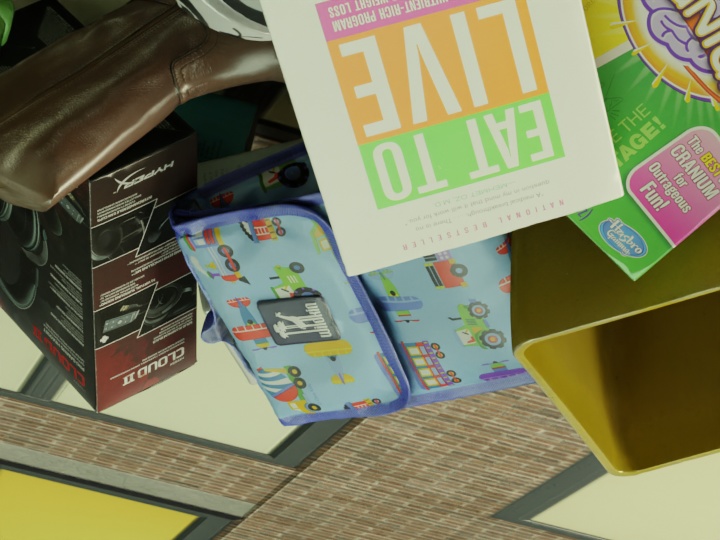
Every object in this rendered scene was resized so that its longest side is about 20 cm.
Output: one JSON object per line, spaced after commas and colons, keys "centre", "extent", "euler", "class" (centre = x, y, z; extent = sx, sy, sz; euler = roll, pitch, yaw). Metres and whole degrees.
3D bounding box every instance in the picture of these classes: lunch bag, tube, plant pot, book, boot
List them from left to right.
{"centre": [-0.162, -0.101, 1.532], "extent": [0.199, 0.051, 0.078], "euler": [16, 149, -1], "class": "tube"}
{"centre": [-0.092, -0.078, 1.249], "extent": [0.186, 0.200, 0.064], "euler": [29, 143, 44], "class": "boot"}
{"centre": [0.000, 0.000, 1.400], "extent": [0.199, 0.094, 0.151], "euler": [-17, 124, 21], "class": "lunch bag"}
{"centre": [0.031, -0.103, 1.099], "extent": [0.133, 0.048, 0.201], "euler": [-14, 126, 6], "class": "book"}
{"centre": [0.185, -0.028, 1.339], "extent": [0.199, 0.177, 0.200], "euler": [-17, 152, 15], "class": "plant pot"}

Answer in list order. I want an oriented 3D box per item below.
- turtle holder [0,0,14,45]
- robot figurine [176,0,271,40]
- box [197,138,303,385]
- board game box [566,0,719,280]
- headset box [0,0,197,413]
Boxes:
{"centre": [-0.243, -0.148, 1.312], "extent": [0.131, 0.142, 0.186], "euler": [14, 160, -7], "class": "turtle holder"}
{"centre": [-0.016, -0.176, 1.159], "extent": [0.200, 0.125, 0.151], "euler": [-18, 110, 49], "class": "robot figurine"}
{"centre": [0.009, -0.017, 1.514], "extent": [0.199, 0.098, 0.124], "euler": [-13, 155, 6], "class": "box"}
{"centre": [0.144, -0.114, 1.148], "extent": [0.153, 0.040, 0.200], "euler": [42, 114, -12], "class": "board game box"}
{"centre": [-0.163, -0.030, 1.465], "extent": [0.149, 0.077, 0.201], "euler": [44, 145, 33], "class": "headset box"}
